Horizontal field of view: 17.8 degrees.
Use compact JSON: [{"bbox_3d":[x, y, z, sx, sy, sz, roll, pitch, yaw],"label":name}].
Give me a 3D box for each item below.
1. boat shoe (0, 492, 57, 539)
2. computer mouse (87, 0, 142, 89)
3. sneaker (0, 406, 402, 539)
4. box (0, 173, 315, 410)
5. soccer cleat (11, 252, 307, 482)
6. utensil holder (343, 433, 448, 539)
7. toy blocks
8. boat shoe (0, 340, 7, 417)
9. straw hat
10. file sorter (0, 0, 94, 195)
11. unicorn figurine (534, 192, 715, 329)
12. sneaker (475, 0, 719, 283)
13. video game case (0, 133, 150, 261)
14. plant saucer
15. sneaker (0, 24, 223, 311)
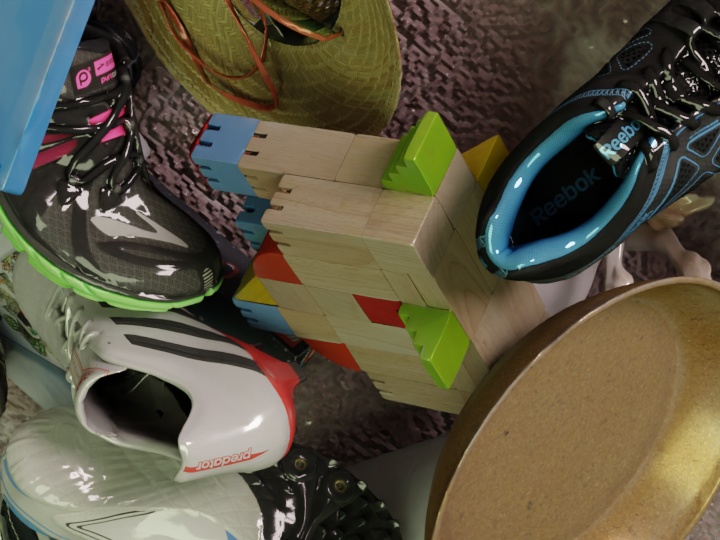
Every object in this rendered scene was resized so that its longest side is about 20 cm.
[{"bbox_3d":[-0.164,0.141,1.225,0.060,0.076,0.200,1,156,10],"label":"boat shoe"},{"bbox_3d":[-0.130,-0.136,1.063,0.059,0.034,0.200,37,149,21],"label":"computer mouse"},{"bbox_3d":[-0.075,0.114,1.106,0.200,0.072,0.072,16,159,-3],"label":"sneaker"},{"bbox_3d":[-0.128,0.017,1.167,0.200,0.038,0.137,41,125,8],"label":"box"},{"bbox_3d":[-0.112,0.039,1.071,0.200,0.085,0.069,31,126,37],"label":"soccer cleat"},{"bbox_3d":[0.028,0.174,1.190,0.200,0.170,0.170,-22,115,23],"label":"utensil holder"},{"bbox_3d":[0.000,0.000,1.031,0.137,0.100,0.200,10,151,31],"label":"toy blocks"},{"bbox_3d":[-0.275,0.053,1.134,0.201,0.060,0.072,1,115,-16],"label":"boat shoe"},{"bbox_3d":[-0.028,-0.150,1.029,0.201,0.085,0.201,35,147,26],"label":"straw hat"},{"bbox_3d":[-0.225,-0.138,0.976,0.200,0.123,0.139,26,99,35],"label":"file sorter"},{"bbox_3d":[0.083,0.013,1.115,0.200,0.137,0.074,-45,144,11],"label":"unicorn figurine"},{"bbox_3d":[0.127,-0.062,0.918,0.073,0.082,0.200,46,103,4],"label":"sneaker"},{"bbox_3d":[-0.223,-0.094,1.126,0.182,0.023,0.200,-32,96,34],"label":"video game case"},{"bbox_3d":[0.097,0.083,1.033,0.035,0.200,0.200,38,137,39],"label":"plant saucer"},{"bbox_3d":[-0.134,-0.063,1.039,0.200,0.077,0.084,47,129,-3],"label":"sneaker"}]
